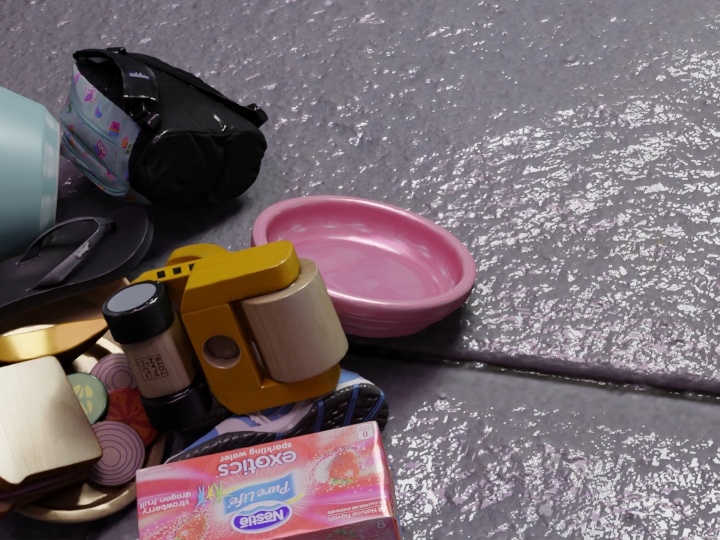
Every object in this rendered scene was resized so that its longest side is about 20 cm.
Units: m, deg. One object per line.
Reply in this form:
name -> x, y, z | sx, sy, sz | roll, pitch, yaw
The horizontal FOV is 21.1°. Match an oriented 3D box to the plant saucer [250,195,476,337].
plant saucer -> 0.000, 0.000, 1.700 | 0.200, 0.051, 0.201 | 10, 28, -5

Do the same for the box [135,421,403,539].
box -> -0.070, 0.203, 1.524 | 0.200, 0.095, 0.103 | -11, 45, 2

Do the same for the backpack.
backpack -> -0.208, -0.137, 1.860 | 0.167, 0.127, 0.200 | 4, 24, -47

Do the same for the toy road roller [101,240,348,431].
toy road roller -> -0.110, 0.035, 1.620 | 0.200, 0.123, 0.146 | -13, 26, 16

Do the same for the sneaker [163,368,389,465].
sneaker -> -0.075, 0.143, 1.616 | 0.200, 0.076, 0.077 | -22, 24, -10

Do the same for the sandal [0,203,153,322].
sandal -> -0.279, -0.008, 1.772 | 0.200, 0.043, 0.076 | -27, 45, -14

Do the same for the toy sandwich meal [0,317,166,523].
toy sandwich meal -> -0.254, 0.119, 1.614 | 0.205, 0.070, 0.206 | 11, 57, -17

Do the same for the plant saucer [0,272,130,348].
plant saucer -> -0.294, 0.067, 1.758 | 0.200, 0.035, 0.200 | -7, 44, 7

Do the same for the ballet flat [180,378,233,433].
ballet flat -> -0.101, 0.065, 1.705 | 0.067, 0.046, 0.200 | 23, 55, 33

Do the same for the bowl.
bowl -> -0.340, -0.088, 1.833 | 0.105, 0.201, 0.201 | 3, 43, -11
